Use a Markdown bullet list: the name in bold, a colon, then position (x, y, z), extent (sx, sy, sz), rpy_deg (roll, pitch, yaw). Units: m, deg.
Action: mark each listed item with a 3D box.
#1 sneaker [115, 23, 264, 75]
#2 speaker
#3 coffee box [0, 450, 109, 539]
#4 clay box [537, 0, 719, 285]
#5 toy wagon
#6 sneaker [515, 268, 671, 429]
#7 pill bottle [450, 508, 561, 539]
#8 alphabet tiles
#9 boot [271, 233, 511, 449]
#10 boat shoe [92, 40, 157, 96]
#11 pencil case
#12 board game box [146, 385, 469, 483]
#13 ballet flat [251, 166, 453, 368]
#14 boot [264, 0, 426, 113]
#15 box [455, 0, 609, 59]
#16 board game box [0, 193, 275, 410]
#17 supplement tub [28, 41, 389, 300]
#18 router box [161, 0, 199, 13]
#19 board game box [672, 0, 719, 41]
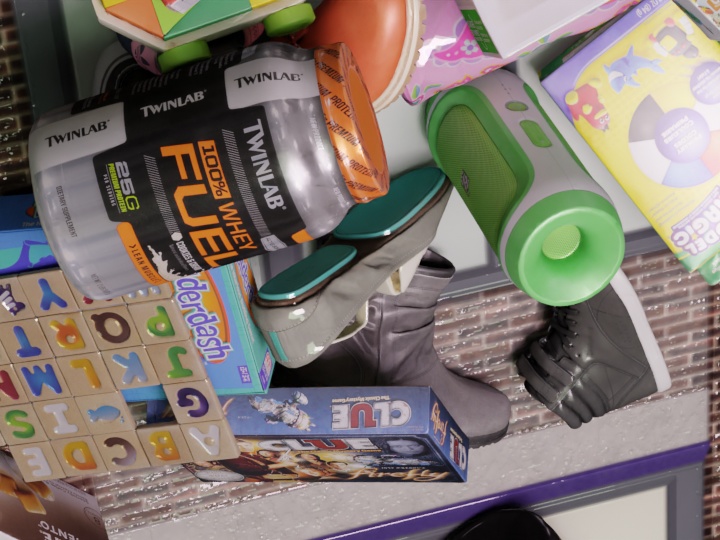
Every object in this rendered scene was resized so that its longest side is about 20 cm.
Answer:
- **sneaker**: position (-0.060, -0.179, 1.488), extent (0.199, 0.082, 0.070), rpy_deg (-25, 135, -2)
- **speaker**: position (0.106, -0.060, 1.550), extent (0.088, 0.200, 0.089), rpy_deg (-9, 124, -13)
- **coffee box**: position (-0.273, 0.178, 1.626), extent (0.199, 0.115, 0.080), rpy_deg (32, 108, -31)
- **clay box**: position (0.228, -0.092, 1.617), extent (0.115, 0.048, 0.200), rpy_deg (-38, 99, 11)
- **toy wagon**: position (-0.078, -0.217, 1.432), extent (0.199, 0.040, 0.156), rpy_deg (-20, 87, -3)
- **sneaker**: position (0.154, 0.043, 1.710), extent (0.099, 0.071, 0.201), rpy_deg (-32, 130, -3)
- **pill bottle**: position (0.146, 0.288, 1.839), extent (0.111, 0.112, 0.200), rpy_deg (-33, 126, 4)
- **alphabet tiles**: position (-0.197, 0.070, 1.562), extent (0.199, 0.008, 0.168), rpy_deg (-8, 123, 20)
- **boot**: position (0.043, 0.050, 1.684), extent (0.199, 0.070, 0.132), rpy_deg (12, 112, -30)
- **boat shoe**: position (-0.129, -0.060, 1.558), extent (0.068, 0.057, 0.201), rpy_deg (-17, 125, -7)
- **pencil case**: position (0.096, -0.180, 1.547), extent (0.199, 0.088, 0.088), rpy_deg (-25, 126, -1)
- **board game box**: position (-0.035, 0.115, 1.625), extent (0.198, 0.035, 0.136), rpy_deg (-1, 161, 15)
- **ballet flat**: position (0.000, 0.000, 1.588), extent (0.200, 0.067, 0.064), rpy_deg (-39, 120, -40)
- **boot**: position (-0.040, -0.122, 1.491), extent (0.107, 0.075, 0.200), rpy_deg (-4, 147, -45)
- **box**: position (0.128, -0.256, 1.455), extent (0.199, 0.097, 0.177), rpy_deg (-28, 98, -1)
- **board game box**: position (-0.169, 0.018, 1.556), extent (0.198, 0.045, 0.153), rpy_deg (-4, 126, 14)
- **supplement tub**: position (-0.090, -0.064, 1.416), extent (0.199, 0.123, 0.123), rpy_deg (-17, 126, 10)
- **router box**: position (-0.082, -0.283, 1.379), extent (0.199, 0.049, 0.180), rpy_deg (-36, 88, 5)
- **board game box**: position (0.193, -0.257, 1.381), extent (0.200, 0.064, 0.148), rpy_deg (42, 92, -8)
